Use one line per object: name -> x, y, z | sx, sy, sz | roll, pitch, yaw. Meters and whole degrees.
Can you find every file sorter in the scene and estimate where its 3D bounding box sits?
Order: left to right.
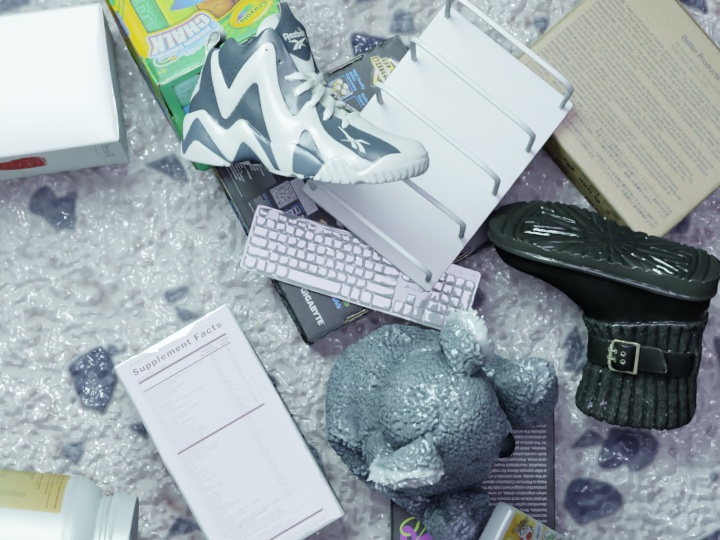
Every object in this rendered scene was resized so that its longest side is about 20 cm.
file sorter -> 0.063, -0.105, 1.646 | 0.138, 0.125, 0.200 | 38, 89, 3

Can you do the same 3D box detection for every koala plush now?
koala plush -> 0.057, 0.117, 1.617 | 0.183, 0.200, 0.178 | 29, 84, 2

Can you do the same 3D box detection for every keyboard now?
keyboard -> 0.000, 0.000, 1.708 | 0.198, 0.011, 0.057 | 17, 85, -3

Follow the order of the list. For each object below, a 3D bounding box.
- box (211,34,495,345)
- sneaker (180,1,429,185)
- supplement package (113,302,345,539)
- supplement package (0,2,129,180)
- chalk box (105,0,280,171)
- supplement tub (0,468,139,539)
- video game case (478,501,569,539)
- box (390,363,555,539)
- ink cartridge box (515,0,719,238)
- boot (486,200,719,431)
box -> -0.007, -0.069, 1.741 | 0.197, 0.050, 0.201 | -29, 88, -7
sneaker -> -0.039, -0.138, 1.551 | 0.198, 0.079, 0.131 | 9, 99, 23
supplement package -> -0.109, 0.142, 1.685 | 0.113, 0.110, 0.201 | -29, 87, -5
supplement package -> -0.303, -0.143, 1.697 | 0.198, 0.121, 0.121 | -8, 84, -3
chalk box -> -0.118, -0.179, 1.668 | 0.124, 0.124, 0.201 | -29, 55, -5
supplement tub -> -0.286, 0.235, 1.650 | 0.198, 0.145, 0.146 | 6, 84, -2
video game case -> 0.130, 0.314, 1.673 | 0.182, 0.023, 0.201 | 33, 82, -38
box -> 0.095, 0.181, 1.729 | 0.142, 0.036, 0.202 | 1, 83, -2
ink cartridge box -> 0.238, -0.142, 1.747 | 0.164, 0.075, 0.200 | -40, 87, -6
boot -> 0.195, 0.042, 1.708 | 0.210, 0.079, 0.159 | 19, 123, 15
